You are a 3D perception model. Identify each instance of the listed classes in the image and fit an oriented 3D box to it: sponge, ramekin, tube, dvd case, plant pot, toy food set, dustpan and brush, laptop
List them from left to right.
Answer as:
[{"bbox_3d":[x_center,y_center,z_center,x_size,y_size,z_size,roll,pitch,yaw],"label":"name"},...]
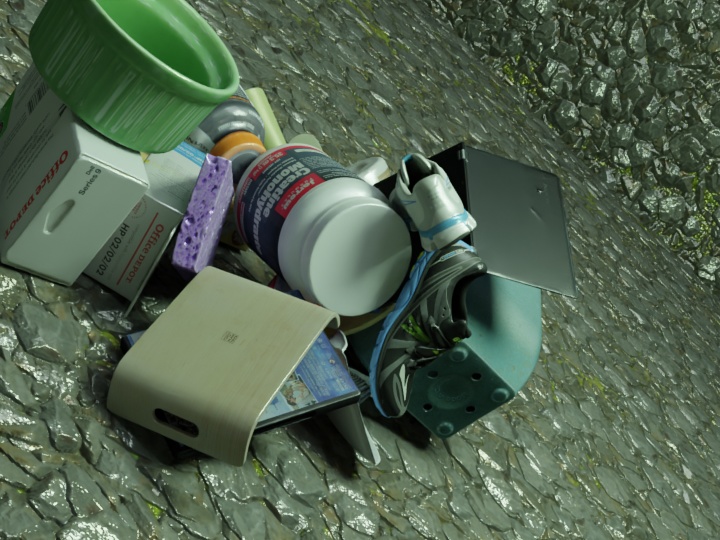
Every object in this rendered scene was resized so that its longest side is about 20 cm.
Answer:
[{"bbox_3d":[-0.223,-0.208,1.139,0.199,0.098,0.201,38,22,-18],"label":"ramekin"},{"bbox_3d":[-0.161,-0.048,1.218,0.029,0.113,0.200,17,-6,-4],"label":"sponge"},{"bbox_3d":[-0.123,0.084,1.103,0.142,0.061,0.201,20,42,16],"label":"toy food set"},{"bbox_3d":[-0.115,0.096,1.138,0.197,0.018,0.143,-14,54,-29],"label":"dvd case"},{"bbox_3d":[-0.114,-0.145,1.563,0.202,0.051,0.058,65,8,11],"label":"tube"},{"bbox_3d":[-0.024,0.117,1.304,0.199,0.057,0.142,21,-50,60],"label":"dustpan and brush"},{"bbox_3d":[0.102,0.080,1.416,0.196,0.195,0.202,42,26,-29],"label":"plant pot"},{"bbox_3d":[0.126,-0.037,1.350,0.116,0.198,0.189,45,32,-40],"label":"laptop"}]

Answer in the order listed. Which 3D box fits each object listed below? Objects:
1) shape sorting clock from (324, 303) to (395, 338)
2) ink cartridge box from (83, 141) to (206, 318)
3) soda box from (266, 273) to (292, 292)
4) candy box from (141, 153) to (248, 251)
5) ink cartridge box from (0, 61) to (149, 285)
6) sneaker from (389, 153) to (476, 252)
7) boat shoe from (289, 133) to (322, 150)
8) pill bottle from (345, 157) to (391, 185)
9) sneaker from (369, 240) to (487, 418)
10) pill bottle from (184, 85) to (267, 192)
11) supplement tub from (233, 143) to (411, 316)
[{"bbox_3d":[0.000,0.000,1.403,0.039,0.198,0.201,50,16,-32],"label":"shape sorting clock"},{"bbox_3d":[-0.221,-0.051,1.216,0.067,0.116,0.201,30,24,-9],"label":"ink cartridge box"},{"bbox_3d":[-0.093,0.082,1.271,0.070,0.064,0.201,37,23,-13],"label":"soda box"},{"bbox_3d":[-0.214,-0.107,1.412,0.198,0.055,0.116,24,28,-39],"label":"candy box"},{"bbox_3d":[-0.296,-0.108,1.163,0.083,0.146,0.201,24,30,-39],"label":"ink cartridge box"},{"bbox_3d":[0.065,-0.086,1.247,0.088,0.074,0.200,64,-7,-15],"label":"sneaker"},{"bbox_3d":[-0.060,-0.100,1.650,0.063,0.070,0.202,78,-4,-54],"label":"boat shoe"},{"bbox_3d":[0.021,-0.036,1.545,0.202,0.110,0.111,65,19,-13],"label":"pill bottle"},{"bbox_3d":[0.070,0.065,1.227,0.082,0.202,0.071,27,5,20],"label":"sneaker"},{"bbox_3d":[-0.179,-0.180,1.388,0.105,0.107,0.201,16,30,-46],"label":"pill bottle"},{"bbox_3d":[-0.044,-0.047,1.285,0.139,0.142,0.200,25,8,-35],"label":"supplement tub"}]
